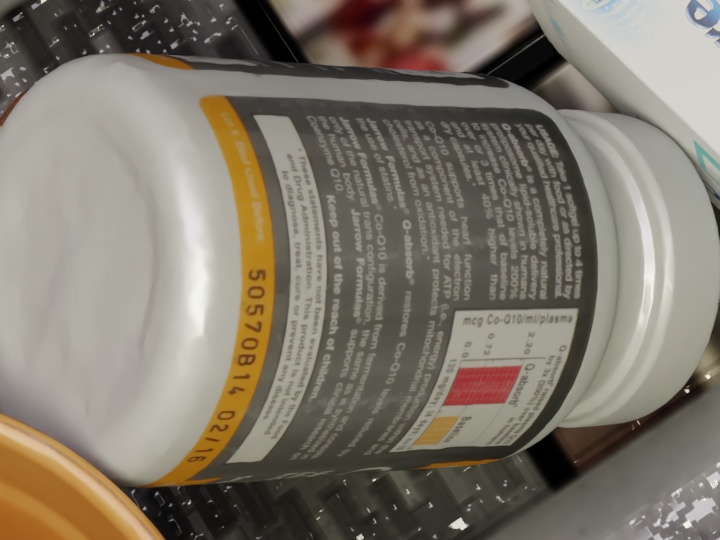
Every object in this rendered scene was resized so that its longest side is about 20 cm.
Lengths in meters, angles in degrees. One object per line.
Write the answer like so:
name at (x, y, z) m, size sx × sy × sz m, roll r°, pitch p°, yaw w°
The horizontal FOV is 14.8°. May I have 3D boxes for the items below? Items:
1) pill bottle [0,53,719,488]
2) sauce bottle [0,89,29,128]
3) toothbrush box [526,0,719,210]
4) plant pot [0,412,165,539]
pill bottle at (0.000, 0.000, 0.781) m, size 0.116 × 0.199 × 0.117 m, roll -1°, pitch 89°, yaw 51°
sauce bottle at (-0.146, 0.034, 0.871) m, size 0.066 × 0.066 × 0.200 m, roll 34°, pitch 73°, yaw 21°
toothbrush box at (0.167, -0.105, 0.840) m, size 0.200 × 0.085 × 0.146 m, roll -43°, pitch 68°, yaw 0°
plant pot at (-0.133, 0.143, 0.731) m, size 0.199 × 0.140 × 0.201 m, roll 2°, pitch 73°, yaw -5°
